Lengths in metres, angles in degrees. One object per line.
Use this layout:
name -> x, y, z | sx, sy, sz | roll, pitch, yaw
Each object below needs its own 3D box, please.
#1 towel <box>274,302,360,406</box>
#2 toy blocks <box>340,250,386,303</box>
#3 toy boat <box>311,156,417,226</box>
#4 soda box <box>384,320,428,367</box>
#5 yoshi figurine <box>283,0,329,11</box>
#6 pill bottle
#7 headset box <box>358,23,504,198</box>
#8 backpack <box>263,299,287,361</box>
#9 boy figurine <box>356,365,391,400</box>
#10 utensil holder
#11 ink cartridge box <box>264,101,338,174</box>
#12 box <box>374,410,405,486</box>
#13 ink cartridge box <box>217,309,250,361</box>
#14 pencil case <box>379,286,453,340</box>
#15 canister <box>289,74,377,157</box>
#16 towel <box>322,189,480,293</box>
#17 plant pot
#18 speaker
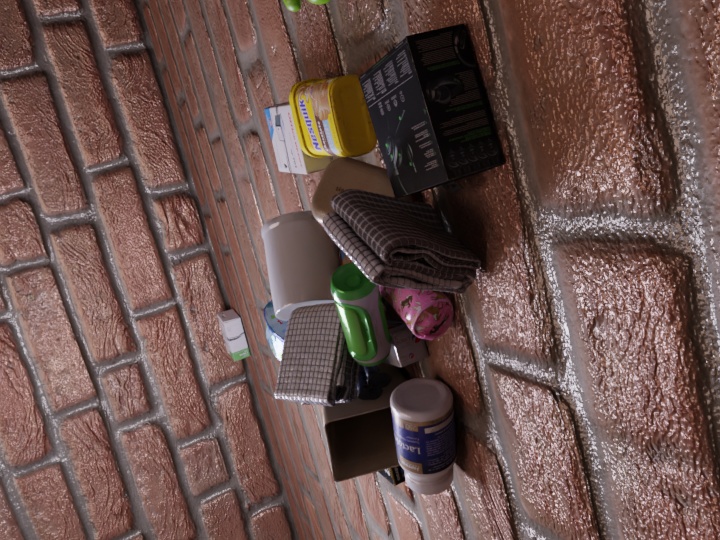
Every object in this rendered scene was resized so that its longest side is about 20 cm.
towel -> -0.072, 0.167, 1.371 | 0.165, 0.085, 0.201 | -8, 68, 42
toy blocks -> 0.000, 0.000, 1.413 | 0.200, 0.099, 0.137 | 125, 136, -65
toy boat -> 0.019, -0.110, 1.217 | 0.200, 0.130, 0.131 | 26, 92, 39
soda box -> 0.060, 0.143, 1.394 | 0.200, 0.063, 0.068 | -4, 104, 70
yoshi figurine -> -0.074, -0.530, 1.160 | 0.112, 0.113, 0.201 | 25, 129, 8
pill bottle -> 0.121, 0.311, 1.302 | 0.116, 0.115, 0.201 | 40, 144, 56
headset box -> 0.094, -0.202, 0.955 | 0.174, 0.092, 0.201 | -9, 99, 70
backpack -> -0.128, 0.116, 1.672 | 0.183, 0.199, 0.148 | 53, 154, 43
boy figurine -> -0.017, 0.174, 1.418 | 0.125, 0.064, 0.200 | -60, 40, 20
utensil holder -> -0.124, -0.006, 1.537 | 0.170, 0.169, 0.201 | 125, 138, -66
ink cartridge box -> -0.125, -0.286, 1.482 | 0.200, 0.085, 0.147 | -156, 51, -66
box -> 0.045, 0.394, 1.678 | 0.160, 0.049, 0.201 | 11, 118, 66
ink cartridge box -> -0.588, 0.296, 3.235 | 0.146, 0.084, 0.201 | 31, 135, 61
pencil case -> 0.081, 0.037, 1.217 | 0.200, 0.082, 0.087 | 47, 158, 49
canister -> -0.052, -0.283, 1.289 | 0.200, 0.086, 0.149 | 22, 128, 63
towel -> 0.065, -0.043, 1.024 | 0.166, 0.199, 0.086 | 45, 118, 44
plant pot -> 0.012, 0.296, 1.485 | 0.177, 0.199, 0.201 | -111, 12, -50
speaker -> 0.003, 0.080, 1.236 | 0.089, 0.088, 0.201 | 52, 163, 44
